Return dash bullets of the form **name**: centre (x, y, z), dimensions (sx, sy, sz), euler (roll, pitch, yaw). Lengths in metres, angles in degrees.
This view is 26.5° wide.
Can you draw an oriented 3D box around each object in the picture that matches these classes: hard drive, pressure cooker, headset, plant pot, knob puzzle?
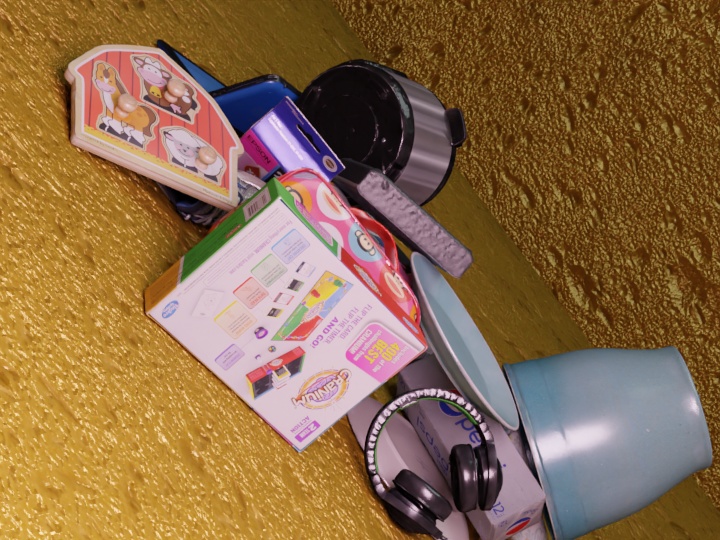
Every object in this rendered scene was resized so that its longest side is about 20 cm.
- **hard drive**: centre (0.040, -0.059, 1.590), dimensions (0.139, 0.033, 0.200), euler (41, -1, -12)
- **pressure cooker**: centre (0.022, -0.157, 1.890), dimensions (0.175, 0.180, 0.199), euler (33, 12, 26)
- **headset**: centre (0.079, 0.210, 1.453), dimensions (0.094, 0.122, 0.202), euler (133, -67, -82)
- **plant pot**: centre (0.267, 0.170, 1.629), dimensions (0.200, 0.186, 0.203), euler (-17, 90, -89)
- **knob puzzle**: centre (-0.195, -0.162, 1.492), dimensions (0.218, 0.031, 0.221), euler (28, 34, -20)

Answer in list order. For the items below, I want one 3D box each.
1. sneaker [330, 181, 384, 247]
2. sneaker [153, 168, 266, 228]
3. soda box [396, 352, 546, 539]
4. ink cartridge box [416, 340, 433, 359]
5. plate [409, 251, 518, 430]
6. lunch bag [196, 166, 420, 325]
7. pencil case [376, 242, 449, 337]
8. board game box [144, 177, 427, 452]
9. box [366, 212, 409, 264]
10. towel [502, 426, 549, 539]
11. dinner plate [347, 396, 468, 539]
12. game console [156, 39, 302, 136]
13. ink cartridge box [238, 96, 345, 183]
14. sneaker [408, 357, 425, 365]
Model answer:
- **sneaker**: centre (-0.010, -0.013, 1.683), dimensions (0.200, 0.075, 0.089), euler (44, 14, -54)
- **sneaker**: centre (-0.152, -0.072, 1.535), dimensions (0.199, 0.077, 0.085), euler (38, 22, -16)
- **soda box**: centre (0.113, 0.182, 1.590), dimensions (0.201, 0.068, 0.064), euler (57, -18, 28)
- **ink cartridge box**: centre (-0.009, 0.035, 1.839), dimensions (0.199, 0.057, 0.162), euler (34, 4, 26)
- **plate**: centre (0.095, 0.074, 1.501), dimensions (0.201, 0.025, 0.201), euler (55, 11, -17)
- **lunch bag**: centre (-0.041, 0.008, 1.426), dimensions (0.201, 0.176, 0.082), euler (54, -29, -2)
- **pencil case**: centre (0.000, 0.000, 1.561), dimensions (0.199, 0.084, 0.086), euler (30, -19, -35)
- **board game box**: centre (-0.062, 0.042, 1.301), dimensions (0.200, 0.153, 0.040), euler (46, 12, -27)
- **box**: centre (-0.013, -0.046, 1.929), dimensions (0.192, 0.048, 0.200), euler (29, 16, -44)
- **towel**: centre (0.166, 0.227, 1.730), dimensions (0.200, 0.048, 0.173), euler (-102, 174, -72)
- **dinner plate**: centre (0.056, 0.203, 1.583), dimensions (0.200, 0.024, 0.201), euler (48, 13, -15)
- **game console**: centre (-0.139, -0.234, 1.955), dimensions (0.200, 0.169, 0.120), euler (29, 51, -60)
- **ink cartridge box**: centre (-0.095, -0.101, 1.596), dimensions (0.095, 0.200, 0.037), euler (50, 56, -4)
- **sneaker**: centre (0.094, 0.161, 1.808), dimensions (0.200, 0.071, 0.084), euler (31, 52, -62)
